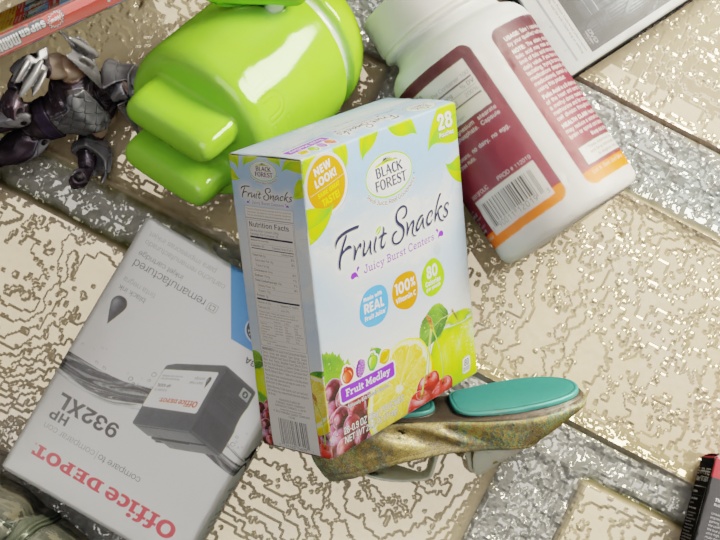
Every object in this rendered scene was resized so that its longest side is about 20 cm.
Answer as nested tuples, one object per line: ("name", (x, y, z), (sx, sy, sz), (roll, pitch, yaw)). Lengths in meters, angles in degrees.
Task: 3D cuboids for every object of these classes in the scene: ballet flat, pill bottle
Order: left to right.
("ballet flat", (0.061, 0.117, 1.143), (0.199, 0.071, 0.071), (-5, 85, -2))
("pill bottle", (0.095, -0.116, 1.134), (0.114, 0.114, 0.200), (-33, 86, -3))

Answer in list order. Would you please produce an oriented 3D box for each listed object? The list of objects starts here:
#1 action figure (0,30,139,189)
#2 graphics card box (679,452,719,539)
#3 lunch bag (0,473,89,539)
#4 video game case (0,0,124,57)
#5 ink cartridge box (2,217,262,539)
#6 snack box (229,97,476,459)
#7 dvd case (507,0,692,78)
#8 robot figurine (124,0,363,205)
("action figure", (-0.234, -0.100, 1.133), (0.199, 0.130, 0.070), (-20, 48, 11))
("graphics card box", (0.279, 0.242, 1.137), (0.125, 0.051, 0.201), (16, 84, 0))
("lunch bag", (-0.293, 0.224, 1.085), (0.168, 0.139, 0.200), (41, 89, 4))
("video game case", (-0.245, -0.169, 1.122), (0.200, 0.143, 0.017), (-25, 108, -3))
("ink cartridge box", (-0.135, 0.086, 1.127), (0.145, 0.084, 0.200), (30, 86, 2))
("snack box", (0.000, 0.000, 1.066), (0.068, 0.168, 0.201), (7, 112, 38))
("dvd case", (0.188, -0.251, 1.175), (0.200, 0.025, 0.151), (-34, 89, -12))
("robot figurine", (-0.076, -0.132, 1.107), (0.116, 0.176, 0.200), (31, 53, 17))
